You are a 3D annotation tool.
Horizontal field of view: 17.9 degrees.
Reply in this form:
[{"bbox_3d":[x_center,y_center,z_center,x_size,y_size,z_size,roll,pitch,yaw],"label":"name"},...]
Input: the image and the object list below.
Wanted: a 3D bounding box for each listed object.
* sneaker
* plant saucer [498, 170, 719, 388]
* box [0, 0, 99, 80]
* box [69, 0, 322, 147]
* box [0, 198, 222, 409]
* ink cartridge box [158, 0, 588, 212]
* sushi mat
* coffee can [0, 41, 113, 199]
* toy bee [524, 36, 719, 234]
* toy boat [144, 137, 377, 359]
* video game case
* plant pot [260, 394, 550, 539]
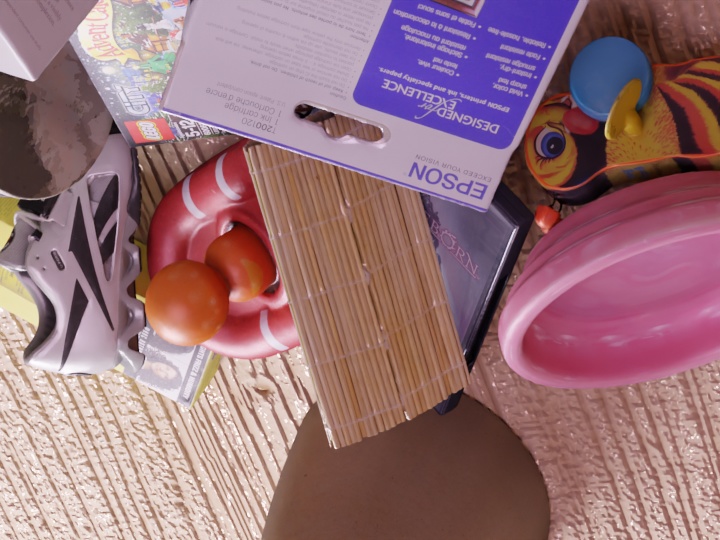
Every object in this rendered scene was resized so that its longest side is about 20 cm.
[{"bbox_3d":[-0.187,-0.032,1.446,0.074,0.088,0.202,177,89,-67],"label":"sneaker"},{"bbox_3d":[0.172,0.002,1.309,0.200,0.199,0.051,-37,57,37],"label":"plant saucer"},{"bbox_3d":[-0.168,-0.219,1.175,0.097,0.201,0.125,19,154,38],"label":"box"},{"bbox_3d":[-0.096,-0.143,1.320,0.135,0.038,0.200,-7,152,10],"label":"box"},{"bbox_3d":[-0.181,0.010,1.536,0.199,0.050,0.076,29,129,5],"label":"box"},{"bbox_3d":[0.012,-0.144,1.212,0.197,0.044,0.201,17,126,-10],"label":"ink cartridge box"},{"bbox_3d":[0.000,0.000,1.326,0.012,0.095,0.201,33,143,60],"label":"sushi mat"},{"bbox_3d":[-0.269,-0.118,1.408,0.199,0.146,0.147,2,122,38],"label":"coffee can"},{"bbox_3d":[0.139,-0.071,1.299,0.199,0.110,0.131,-1,166,39],"label":"toy bee"},{"bbox_3d":[-0.078,0.000,1.401,0.131,0.130,0.200,58,150,-4],"label":"toy boat"},{"bbox_3d":[0.029,-0.018,1.376,0.143,0.019,0.201,47,149,20],"label":"video game case"},{"bbox_3d":[0.007,0.201,1.479,0.186,0.200,0.189,12,125,17],"label":"plant pot"}]
